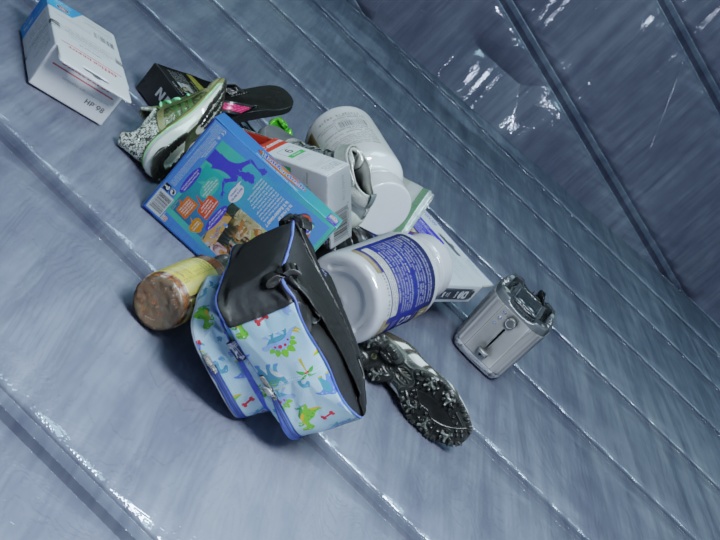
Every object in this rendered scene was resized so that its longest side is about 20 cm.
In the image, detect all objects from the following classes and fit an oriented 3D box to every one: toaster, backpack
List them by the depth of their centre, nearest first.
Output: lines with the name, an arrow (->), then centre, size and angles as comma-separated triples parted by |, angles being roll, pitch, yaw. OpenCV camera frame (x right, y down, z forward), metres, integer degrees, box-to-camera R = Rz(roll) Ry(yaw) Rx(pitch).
backpack -> -0.083, 0.075, 1.330 | 0.200, 0.147, 0.183 | 62, 12, -22
toaster -> 0.232, 0.089, 2.025 | 0.114, 0.129, 0.200 | 45, 18, 3

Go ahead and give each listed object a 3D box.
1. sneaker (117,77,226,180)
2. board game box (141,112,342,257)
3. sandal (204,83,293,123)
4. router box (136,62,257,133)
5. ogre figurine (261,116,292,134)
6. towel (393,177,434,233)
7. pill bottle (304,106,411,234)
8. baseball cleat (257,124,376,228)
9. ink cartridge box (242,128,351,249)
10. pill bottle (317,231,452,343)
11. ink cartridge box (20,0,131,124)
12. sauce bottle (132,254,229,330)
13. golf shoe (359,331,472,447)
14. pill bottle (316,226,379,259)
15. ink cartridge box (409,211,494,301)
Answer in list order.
sneaker -> -0.249, -0.208, 1.673 | 0.088, 0.077, 0.200 | 30, 49, 10
board game box -> -0.145, -0.070, 1.547 | 0.200, 0.152, 0.045 | 43, 18, -3
sandal -> -0.185, -0.241, 1.782 | 0.199, 0.045, 0.075 | -17, 57, -30
router box -> -0.220, -0.210, 1.861 | 0.200, 0.052, 0.157 | 52, 21, 25
ogre figurine -> -0.101, -0.111, 1.800 | 0.098, 0.201, 0.120 | 4, 22, 18
towel -> -0.006, -0.108, 1.921 | 0.199, 0.031, 0.149 | 24, 50, 15
pill bottle -> -0.001, -0.144, 1.836 | 0.114, 0.114, 0.200 | 29, 21, -37
baseball cleat -> -0.052, -0.150, 1.696 | 0.200, 0.107, 0.070 | 43, 35, 14
ink cartridge box -> -0.102, -0.112, 1.668 | 0.200, 0.109, 0.050 | 22, 38, 33
pill bottle -> 0.032, 0.014, 1.624 | 0.120, 0.120, 0.200 | 48, 35, 16
ink cartridge box -> -0.375, -0.269, 1.644 | 0.116, 0.067, 0.200 | 31, 21, -34
sauce bottle -> -0.187, 0.019, 1.404 | 0.066, 0.066, 0.200 | 45, 16, 5
golf shoe -> 0.076, 0.144, 1.656 | 0.200, 0.078, 0.094 | 46, 18, 4
pill bottle -> 0.000, 0.000, 1.761 | 0.200, 0.112, 0.112 | 25, 25, -45
ink cartridge box -> 0.101, -0.032, 1.996 | 0.198, 0.043, 0.200 | 50, 22, 22
